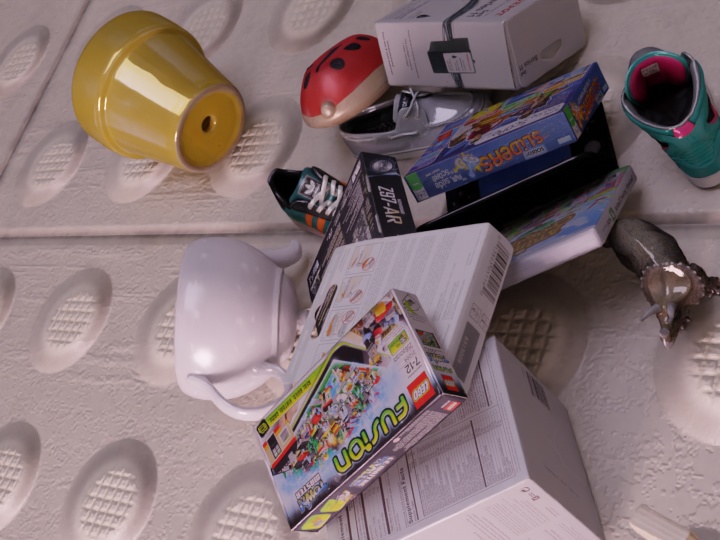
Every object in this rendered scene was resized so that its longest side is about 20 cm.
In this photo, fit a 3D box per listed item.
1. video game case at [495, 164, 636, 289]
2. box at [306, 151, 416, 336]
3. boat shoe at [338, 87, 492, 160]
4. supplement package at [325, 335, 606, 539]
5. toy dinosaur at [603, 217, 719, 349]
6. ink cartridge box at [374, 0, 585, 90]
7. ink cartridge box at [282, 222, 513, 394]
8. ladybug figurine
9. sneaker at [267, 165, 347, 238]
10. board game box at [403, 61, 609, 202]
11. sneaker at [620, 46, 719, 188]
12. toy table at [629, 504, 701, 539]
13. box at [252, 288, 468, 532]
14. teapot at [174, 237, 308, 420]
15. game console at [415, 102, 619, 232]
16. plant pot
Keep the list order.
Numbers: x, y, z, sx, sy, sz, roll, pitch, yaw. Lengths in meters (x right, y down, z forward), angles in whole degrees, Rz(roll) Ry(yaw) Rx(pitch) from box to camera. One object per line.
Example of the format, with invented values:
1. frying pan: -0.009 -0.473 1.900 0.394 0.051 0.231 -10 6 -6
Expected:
1. video game case: 0.168 -0.029 1.168 0.198 0.022 0.182 -26 11 31
2. box: 0.000 0.000 1.277 0.161 0.043 0.201 -104 29 -43
3. boat shoe: 0.060 -0.180 1.417 0.199 0.071 0.071 -13 52 33
4. supplement package: 0.086 0.193 1.064 0.199 0.152 0.152 -29 45 20
5. toy dinosaur: 0.272 -0.011 1.093 0.077 0.102 0.201 -35 45 13
6. ink cartridge box: 0.139 -0.276 1.371 0.198 0.084 0.146 11 37 43
7. ink cartridge box: 0.032 0.043 1.091 0.198 0.047 0.162 -8 51 44
8. ladybug figurine: -0.018 -0.241 1.473 0.135 0.072 0.200 -24 18 23
9. sneaker: -0.039 -0.078 1.419 0.199 0.080 0.072 16 71 45
10. board game box: 0.154 -0.146 1.252 0.198 0.035 0.136 -19 20 36
11. sneaker: 0.299 -0.183 1.181 0.083 0.121 0.201 -34 44 15
12. toy table: 0.295 0.244 0.879 0.182 0.117 0.202 9 66 43
13. box: -0.005 0.122 1.010 0.200 0.034 0.111 -46 52 25
14. teapot: -0.131 0.059 1.350 0.144 0.197 0.203 4 89 0
15. game console: 0.159 -0.116 1.251 0.198 0.116 0.178 -23 48 23
16. plant pot: -0.267 -0.235 1.645 0.188 0.201 0.202 31 82 32
